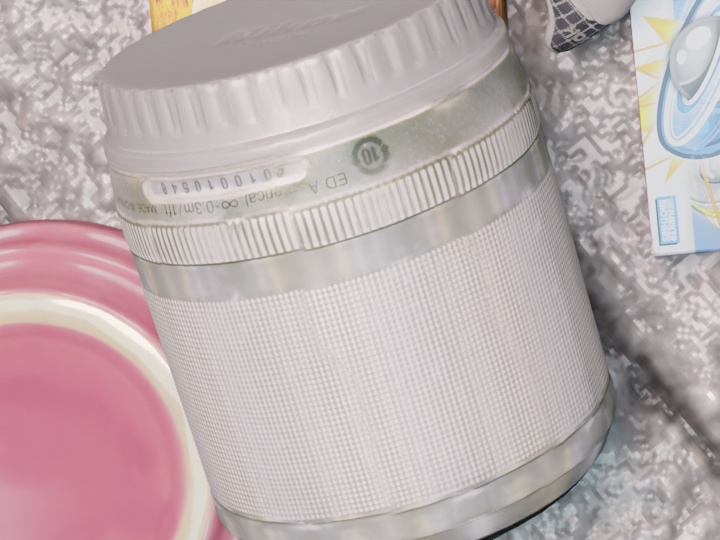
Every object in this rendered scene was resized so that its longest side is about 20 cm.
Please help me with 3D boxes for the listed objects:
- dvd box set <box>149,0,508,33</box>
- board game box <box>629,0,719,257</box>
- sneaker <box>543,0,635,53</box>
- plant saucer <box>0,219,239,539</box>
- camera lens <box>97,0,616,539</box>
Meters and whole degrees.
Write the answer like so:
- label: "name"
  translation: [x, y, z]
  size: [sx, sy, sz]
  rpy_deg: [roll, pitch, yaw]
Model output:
- label: "dvd box set"
  translation: [-0.016, -0.167, 0.952]
  size: [0.146, 0.029, 0.200]
  rpy_deg: [-2, 96, 7]
- label: "board game box"
  translation: [0.172, -0.111, 0.933]
  size: [0.135, 0.034, 0.200]
  rpy_deg: [-6, 96, 8]
- label: "sneaker"
  translation: [0.032, -0.171, 0.897]
  size: [0.200, 0.076, 0.081]
  rpy_deg: [44, 117, 3]
- label: "plant saucer"
  translation: [-0.130, 0.080, 0.983]
  size: [0.200, 0.051, 0.201]
  rpy_deg: [1, 96, 6]
- label: "camera lens"
  translation: [0.000, 0.000, 0.887]
  size: [0.160, 0.160, 0.200]
  rpy_deg: [-14, 109, 8]
